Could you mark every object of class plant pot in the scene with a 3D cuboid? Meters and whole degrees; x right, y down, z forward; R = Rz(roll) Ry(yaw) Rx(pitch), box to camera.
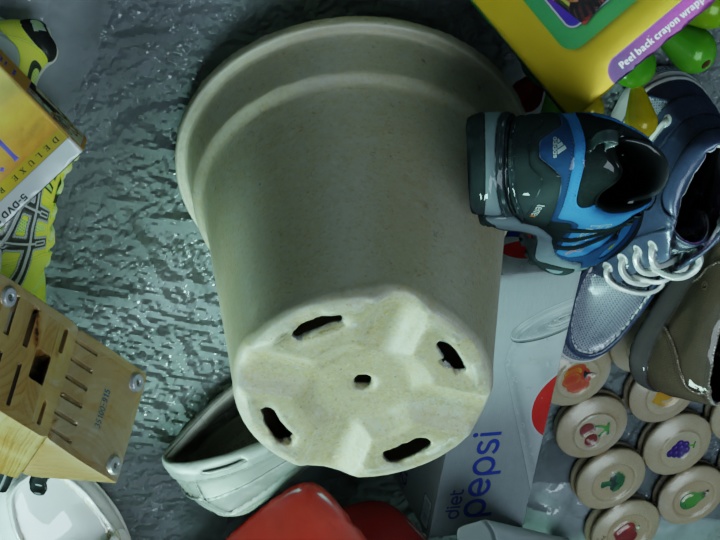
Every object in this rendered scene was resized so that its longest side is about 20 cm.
[{"bbox_3d":[0.000,0.000,1.351,0.200,0.184,0.201,-2,133,-2],"label":"plant pot"}]

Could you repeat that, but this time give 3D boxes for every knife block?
[{"bbox_3d":[-0.213,0.062,1.350,0.175,0.064,0.200,1,157,32],"label":"knife block"}]

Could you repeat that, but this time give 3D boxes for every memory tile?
[{"bbox_3d":[0.200,0.095,1.650,0.153,0.017,0.200,-25,130,-5],"label":"memory tile"}]

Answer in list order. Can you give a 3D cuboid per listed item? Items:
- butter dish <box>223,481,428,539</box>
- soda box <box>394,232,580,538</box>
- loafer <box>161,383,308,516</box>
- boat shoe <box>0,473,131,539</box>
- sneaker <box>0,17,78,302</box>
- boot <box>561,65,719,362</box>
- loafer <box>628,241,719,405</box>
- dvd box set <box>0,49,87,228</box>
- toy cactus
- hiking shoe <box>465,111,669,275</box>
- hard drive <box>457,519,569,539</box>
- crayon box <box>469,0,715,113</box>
[{"bbox_3d":[0.005,0.226,1.568,0.148,0.200,0.200,-29,170,-48],"label":"butter dish"},{"bbox_3d":[0.075,0.065,1.543,0.068,0.064,0.201,-4,126,-21],"label":"soda box"},{"bbox_3d":[-0.030,0.069,1.498,0.200,0.070,0.070,-41,138,10],"label":"loafer"},{"bbox_3d":[-0.153,0.192,1.515,0.071,0.069,0.200,-34,118,-10],"label":"boat shoe"},{"bbox_3d":[-0.183,-0.043,1.347,0.076,0.075,0.201,-14,129,-11],"label":"sneaker"},{"bbox_3d":[0.164,-0.015,1.501,0.072,0.090,0.201,4,120,-22],"label":"boot"},{"bbox_3d":[0.240,-0.003,1.539,0.073,0.071,0.201,9,112,-51],"label":"loafer"},{"bbox_3d":[-0.256,-0.085,1.261,0.146,0.029,0.200,-41,103,10],"label":"dvd box set"},{"bbox_3d":[0.128,-0.163,1.398,0.165,0.102,0.200,27,114,-15],"label":"toy cactus"},{"bbox_3d":[0.124,-0.038,1.333,0.086,0.075,0.200,-2,174,23],"label":"hiking shoe"},{"bbox_3d":[0.114,0.226,1.579,0.027,0.132,0.200,-18,166,16],"label":"hard drive"},{"bbox_3d":[0.130,-0.209,1.320,0.200,0.058,0.173,-40,96,8],"label":"crayon box"}]
